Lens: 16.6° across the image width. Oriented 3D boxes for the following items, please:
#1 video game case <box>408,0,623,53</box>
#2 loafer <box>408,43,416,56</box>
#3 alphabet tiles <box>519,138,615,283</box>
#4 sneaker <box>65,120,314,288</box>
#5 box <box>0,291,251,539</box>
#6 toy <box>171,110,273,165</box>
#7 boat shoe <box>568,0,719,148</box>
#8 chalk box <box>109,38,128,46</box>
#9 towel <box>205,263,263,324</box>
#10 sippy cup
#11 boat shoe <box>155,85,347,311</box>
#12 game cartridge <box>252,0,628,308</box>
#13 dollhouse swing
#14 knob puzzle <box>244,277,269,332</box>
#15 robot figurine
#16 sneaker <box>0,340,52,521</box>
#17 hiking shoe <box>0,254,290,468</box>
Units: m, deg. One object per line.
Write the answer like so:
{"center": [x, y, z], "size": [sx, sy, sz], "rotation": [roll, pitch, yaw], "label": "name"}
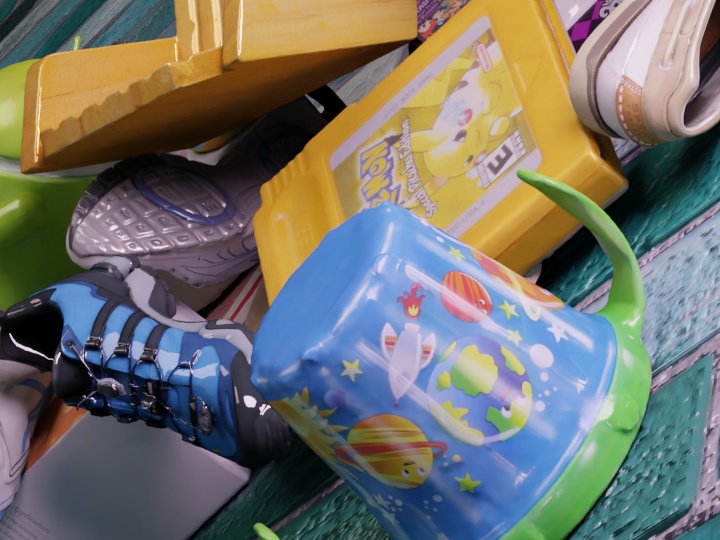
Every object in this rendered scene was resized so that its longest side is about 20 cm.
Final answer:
{"center": [0.103, -0.187, 1.327], "size": [0.200, 0.036, 0.181], "rotation": [-46, 41, 1], "label": "video game case"}
{"center": [0.051, -0.152, 1.439], "size": [0.070, 0.075, 0.200], "rotation": [-34, 18, -2], "label": "loafer"}
{"center": [0.058, -0.008, 1.253], "size": [0.200, 0.015, 0.196], "rotation": [-59, 16, -21], "label": "alphabet tiles"}
{"center": [-0.089, -0.022, 1.406], "size": [0.200, 0.075, 0.087], "rotation": [-15, -36, -46], "label": "sneaker"}
{"center": [-0.158, 0.120, 1.406], "size": [0.200, 0.097, 0.124], "rotation": [-44, 20, 22], "label": "box"}
{"center": [-0.067, -0.128, 1.491], "size": [0.200, 0.047, 0.115], "rotation": [-38, 19, 8], "label": "toy"}
{"center": [0.181, -0.134, 1.120], "size": [0.200, 0.075, 0.068], "rotation": [-53, 37, -10], "label": "boat shoe"}
{"center": [-0.156, -0.057, 1.714], "size": [0.125, 0.124, 0.200], "rotation": [-48, 19, 11], "label": "chalk box"}
{"center": [-0.016, -0.018, 1.451], "size": [0.144, 0.023, 0.200], "rotation": [-57, 19, -17], "label": "towel"}
{"center": [0.029, 0.045, 1.029], "size": [0.140, 0.130, 0.178], "rotation": [-33, 26, 48], "label": "sippy cup"}
{"center": [-0.084, -0.045, 1.536], "size": [0.200, 0.075, 0.093], "rotation": [-39, 13, 9], "label": "boat shoe"}
{"center": [0.030, -0.039, 1.217], "size": [0.200, 0.032, 0.176], "rotation": [-39, 36, 19], "label": "game cartridge"}
{"center": [-0.092, -0.172, 1.353], "size": [0.182, 0.176, 0.200], "rotation": [-12, -6, -43], "label": "dollhouse swing"}
{"center": [0.000, 0.000, 1.311], "size": [0.220, 0.030, 0.220], "rotation": [-44, 24, 26], "label": "knob puzzle"}
{"center": [-0.197, -0.043, 1.555], "size": [0.175, 0.116, 0.200], "rotation": [-57, -24, -65], "label": "robot figurine"}
{"center": [-0.209, 0.087, 1.337], "size": [0.200, 0.072, 0.072], "rotation": [-75, 3, -62], "label": "sneaker"}
{"center": [-0.110, 0.057, 1.247], "size": [0.087, 0.074, 0.200], "rotation": [-19, 27, -30], "label": "hiking shoe"}
